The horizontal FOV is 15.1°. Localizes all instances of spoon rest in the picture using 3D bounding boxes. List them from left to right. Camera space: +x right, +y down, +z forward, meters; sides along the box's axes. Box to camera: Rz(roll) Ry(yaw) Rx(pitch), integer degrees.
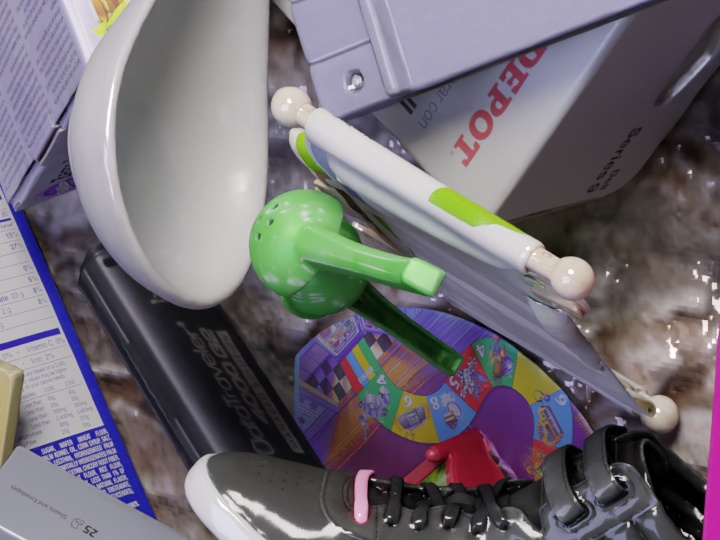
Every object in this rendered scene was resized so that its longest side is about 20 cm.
[{"bbox_3d":[-0.060,-0.086,0.885,0.061,0.099,0.200,-11,76,26],"label":"spoon rest"}]

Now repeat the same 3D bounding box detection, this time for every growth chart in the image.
[{"bbox_3d":[0.036,-0.001,0.896,0.145,0.200,0.018,34,85,24],"label":"growth chart"}]

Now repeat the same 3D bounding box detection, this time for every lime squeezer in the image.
[{"bbox_3d":[0.000,0.000,0.901,0.071,0.200,0.038,12,81,6],"label":"lime squeezer"}]

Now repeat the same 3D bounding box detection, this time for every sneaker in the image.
[{"bbox_3d":[0.045,0.083,0.930,0.200,0.071,0.099,25,114,-5],"label":"sneaker"}]

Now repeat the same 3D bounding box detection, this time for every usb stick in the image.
[{"bbox_3d":[-0.049,0.060,1.026,0.200,0.055,0.033,55,128,38],"label":"usb stick"}]

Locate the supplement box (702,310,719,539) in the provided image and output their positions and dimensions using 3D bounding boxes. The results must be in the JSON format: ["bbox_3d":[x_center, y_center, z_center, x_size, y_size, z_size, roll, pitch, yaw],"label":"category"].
[{"bbox_3d":[0.174,0.025,0.811,0.103,0.101,0.200,18,112,39],"label":"supplement box"}]

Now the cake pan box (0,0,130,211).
[{"bbox_3d":[-0.130,-0.134,1.027,0.200,0.052,0.184,136,116,-69],"label":"cake pan box"}]

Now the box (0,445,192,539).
[{"bbox_3d":[-0.092,0.174,1.066,0.156,0.041,0.200,28,140,7],"label":"box"}]

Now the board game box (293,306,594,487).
[{"bbox_3d":[0.020,0.116,1.018,0.158,0.039,0.200,16,112,39],"label":"board game box"}]

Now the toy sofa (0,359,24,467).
[{"bbox_3d":[-0.227,0.079,1.028,0.098,0.200,0.083,21,112,27],"label":"toy sofa"}]

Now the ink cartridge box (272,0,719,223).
[{"bbox_3d":[0.037,-0.135,0.903,0.200,0.087,0.145,49,128,19],"label":"ink cartridge box"}]

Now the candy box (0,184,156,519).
[{"bbox_3d":[-0.192,0.072,1.176,0.169,0.077,0.200,-31,79,41],"label":"candy box"}]

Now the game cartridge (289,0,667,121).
[{"bbox_3d":[0.047,-0.133,0.817,0.200,0.038,0.130,-19,92,41],"label":"game cartridge"}]
